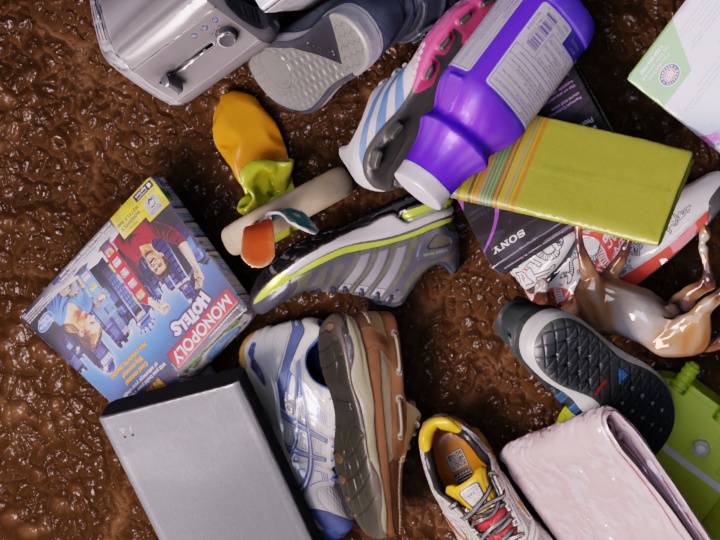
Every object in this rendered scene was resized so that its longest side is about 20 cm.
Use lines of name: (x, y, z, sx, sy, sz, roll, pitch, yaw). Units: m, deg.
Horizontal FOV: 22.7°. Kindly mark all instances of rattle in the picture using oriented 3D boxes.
rattle: (-0.084, -0.084, 1.513, 0.129, 0.200, 0.145, -10, 96, 17)

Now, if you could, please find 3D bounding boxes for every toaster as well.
toaster: (-0.157, -0.239, 1.538, 0.129, 0.113, 0.201, -36, 47, 21)

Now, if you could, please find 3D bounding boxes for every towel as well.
towel: (0.161, -0.077, 1.435, 0.198, 0.018, 0.087, 15, 72, 27)
towel: (0.207, 0.205, 1.456, 0.032, 0.200, 0.192, -35, 90, -24)

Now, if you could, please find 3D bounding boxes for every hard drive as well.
hard drive: (-0.125, 0.190, 1.569, 0.138, 0.033, 0.202, -15, 112, 20)

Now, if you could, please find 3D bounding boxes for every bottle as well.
bottle: (0.104, -0.141, 1.429, 0.065, 0.084, 0.201, 29, 80, 46)

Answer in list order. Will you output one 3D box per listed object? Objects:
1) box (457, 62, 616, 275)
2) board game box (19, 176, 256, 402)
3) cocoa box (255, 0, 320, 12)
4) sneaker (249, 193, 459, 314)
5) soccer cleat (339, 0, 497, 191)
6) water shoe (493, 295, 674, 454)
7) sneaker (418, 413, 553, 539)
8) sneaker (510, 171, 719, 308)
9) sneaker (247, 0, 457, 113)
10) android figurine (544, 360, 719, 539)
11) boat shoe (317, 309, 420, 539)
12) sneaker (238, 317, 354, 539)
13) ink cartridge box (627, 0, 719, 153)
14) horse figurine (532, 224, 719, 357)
box: (0.130, -0.118, 1.498, 0.142, 0.036, 0.201, -33, 69, 18)
board game box: (-0.178, 0.054, 1.611, 0.200, 0.062, 0.201, -43, 77, 25)
cocoa box: (-0.064, -0.336, 1.503, 0.131, 0.133, 0.201, -33, 88, 18)
sneaker: (0.000, 0.000, 1.545, 0.198, 0.074, 0.082, -22, 101, -5)
soccer cleat: (0.051, -0.157, 1.490, 0.070, 0.086, 0.201, 39, 87, -32)
water shoe: (0.186, 0.082, 1.463, 0.072, 0.079, 0.200, -49, 127, -4)
sneaker: (0.104, 0.210, 1.532, 0.078, 0.082, 0.201, -35, 68, 3)
sneaker: (0.211, -0.041, 1.503, 0.201, 0.067, 0.108, -43, 88, 21)
sneaker: (-0.002, -0.211, 1.539, 0.077, 0.146, 0.202, 54, 150, -14)
android figurine: (0.249, 0.170, 1.539, 0.182, 0.041, 0.201, 38, 109, 8)
boat shoe: (0.018, 0.131, 1.556, 0.073, 0.075, 0.202, -13, 103, -25)
sneaker: (-0.037, 0.140, 1.601, 0.087, 0.075, 0.202, -20, 93, 18)
ink cartridge box: (0.331, -0.140, 1.451, 0.200, 0.067, 0.118, 40, 107, 8)
horse figurine: (0.235, 0.019, 1.450, 0.198, 0.050, 0.134, 16, 114, 10)
